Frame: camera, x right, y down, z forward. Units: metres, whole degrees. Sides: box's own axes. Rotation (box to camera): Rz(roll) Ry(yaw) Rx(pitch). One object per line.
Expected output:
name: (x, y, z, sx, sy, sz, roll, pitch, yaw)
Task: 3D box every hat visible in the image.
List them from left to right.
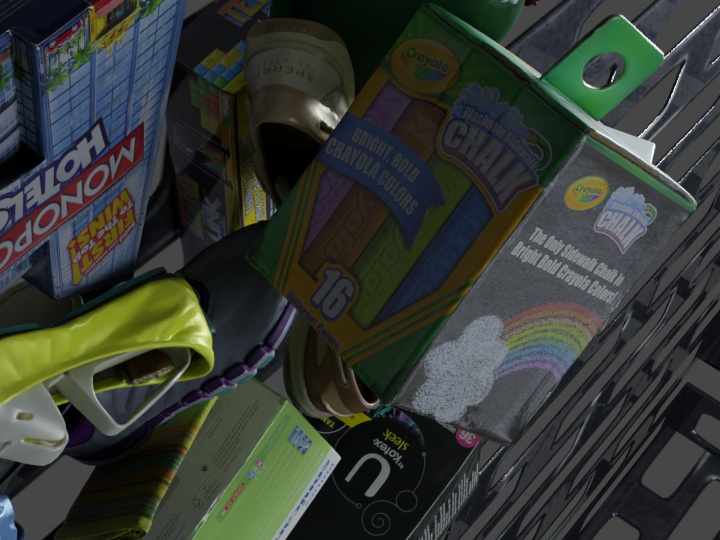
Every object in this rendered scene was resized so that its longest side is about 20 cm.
hat: (0.070, -0.125, 0.806, 0.165, 0.176, 0.202, -26, 137, -36)

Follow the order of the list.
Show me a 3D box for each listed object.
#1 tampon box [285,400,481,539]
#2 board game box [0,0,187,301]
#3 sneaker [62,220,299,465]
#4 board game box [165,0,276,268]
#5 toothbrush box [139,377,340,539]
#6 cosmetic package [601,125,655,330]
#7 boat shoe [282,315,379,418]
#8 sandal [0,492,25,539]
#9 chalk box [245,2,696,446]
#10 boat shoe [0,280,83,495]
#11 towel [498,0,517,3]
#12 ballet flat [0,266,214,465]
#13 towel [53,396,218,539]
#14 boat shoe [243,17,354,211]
tampon box: (-0.014, 0.194, 1.335, 0.200, 0.149, 0.127, -51, 161, -19)
board game box: (-0.158, -0.042, 0.725, 0.200, 0.061, 0.201, -45, 157, -33)
sneaker: (-0.115, 0.045, 0.898, 0.200, 0.075, 0.087, -42, 157, 20)
board game box: (-0.040, -0.097, 0.949, 0.165, 0.056, 0.201, -46, 157, -28)
toothbrush box: (-0.103, 0.151, 1.142, 0.146, 0.086, 0.200, -55, 161, -8)
cosmetic package: (0.138, -0.055, 1.238, 0.201, 0.150, 0.052, -65, 177, -51)
boat shoe: (0.000, 0.000, 1.081, 0.075, 0.071, 0.202, 3, 90, -44)
sandal: (-0.217, 0.176, 0.909, 0.087, 0.079, 0.201, -53, 163, -22)
chalk box: (0.066, -0.038, 0.779, 0.201, 0.124, 0.124, -54, 144, 10)
boat shoe: (-0.203, 0.094, 0.811, 0.200, 0.074, 0.066, -57, 153, -32)
towel: (0.034, -0.237, 0.726, 0.150, 0.199, 0.031, -56, -168, -7)
ballet flat: (-0.143, 0.053, 0.759, 0.199, 0.067, 0.067, -22, 168, -47)
towel: (-0.110, 0.083, 0.977, 0.086, 0.018, 0.201, -16, -145, 44)
boat shoe: (-0.025, -0.048, 0.848, 0.200, 0.070, 0.065, 64, 29, -58)
